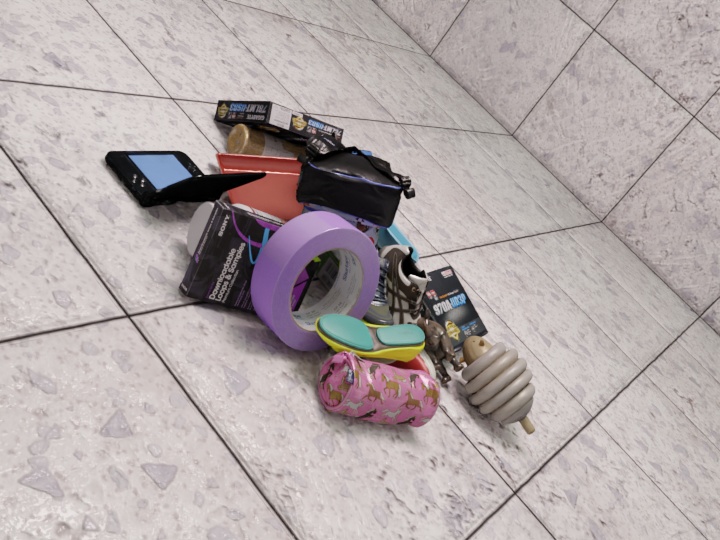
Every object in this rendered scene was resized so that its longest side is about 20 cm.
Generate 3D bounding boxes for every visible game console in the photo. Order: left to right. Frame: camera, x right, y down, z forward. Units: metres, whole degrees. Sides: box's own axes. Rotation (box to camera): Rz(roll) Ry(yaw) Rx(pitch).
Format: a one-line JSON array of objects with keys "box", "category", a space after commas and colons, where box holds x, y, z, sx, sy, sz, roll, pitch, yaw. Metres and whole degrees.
[{"box": [-0.287, -0.173, 1.409, 0.176, 0.117, 0.199, 47, 25, 16], "category": "game console"}]

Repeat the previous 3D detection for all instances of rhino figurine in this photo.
[{"box": [0.125, 0.124, 1.462, 0.089, 0.059, 0.200, 63, 3, 27], "category": "rhino figurine"}]

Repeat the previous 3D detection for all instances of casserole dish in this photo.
[{"box": [0.060, -0.057, 1.625, 0.122, 0.039, 0.200, 50, 10, -3], "category": "casserole dish"}]

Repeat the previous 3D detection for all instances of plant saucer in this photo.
[{"box": [-0.159, -0.140, 1.571, 0.196, 0.037, 0.201, 2, 41, -25], "category": "plant saucer"}]

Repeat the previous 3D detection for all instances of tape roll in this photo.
[{"box": [-0.066, 0.017, 1.288, 0.198, 0.204, 0.065, 13, 16, -43], "category": "tape roll"}]

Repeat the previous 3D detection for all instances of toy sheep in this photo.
[{"box": [0.251, 0.203, 1.524, 0.201, 0.138, 0.137, 50, 26, 10], "category": "toy sheep"}]

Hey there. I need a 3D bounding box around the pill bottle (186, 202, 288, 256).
[{"box": [-0.170, -0.038, 1.352, 0.197, 0.113, 0.113, 18, 32, -37], "category": "pill bottle"}]

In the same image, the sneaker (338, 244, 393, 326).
[{"box": [0.016, 0.020, 1.416, 0.073, 0.082, 0.202, 13, 37, -30], "category": "sneaker"}]

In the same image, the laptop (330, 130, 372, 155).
[{"box": [-0.004, -0.154, 1.633, 0.113, 0.192, 0.200, -6, -4, -11], "category": "laptop"}]

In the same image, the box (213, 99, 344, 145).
[{"box": [-0.168, -0.299, 1.748, 0.196, 0.051, 0.198, 15, -1, -43], "category": "box"}]

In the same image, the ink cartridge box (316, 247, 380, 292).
[{"box": [0.000, 0.000, 1.588, 0.198, 0.060, 0.104, 0, 46, -55], "category": "ink cartridge box"}]

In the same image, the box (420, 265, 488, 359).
[{"box": [0.161, 0.080, 1.653, 0.199, 0.046, 0.161, -13, 72, -60], "category": "box"}]

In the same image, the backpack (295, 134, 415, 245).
[{"box": [-0.020, -0.136, 1.428, 0.196, 0.157, 0.191, 20, 23, -6], "category": "backpack"}]

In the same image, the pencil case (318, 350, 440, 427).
[{"box": [0.031, 0.183, 1.292, 0.197, 0.087, 0.084, 19, 37, -38], "category": "pencil case"}]

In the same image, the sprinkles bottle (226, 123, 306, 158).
[{"box": [-0.175, -0.238, 1.732, 0.197, 0.069, 0.069, 13, 35, -44], "category": "sprinkles bottle"}]

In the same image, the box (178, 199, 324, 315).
[{"box": [-0.158, -0.007, 1.280, 0.197, 0.145, 0.036, 18, 13, -37], "category": "box"}]

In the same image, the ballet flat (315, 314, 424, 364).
[{"box": [0.010, 0.115, 1.313, 0.196, 0.068, 0.068, 7, 43, -31], "category": "ballet flat"}]

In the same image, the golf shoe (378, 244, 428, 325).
[{"box": [0.085, 0.051, 1.519, 0.078, 0.093, 0.204, -41, 111, -55], "category": "golf shoe"}]

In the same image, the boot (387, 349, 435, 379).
[{"box": [0.022, 0.133, 1.391, 0.200, 0.073, 0.143, 43, 25, 25], "category": "boot"}]
